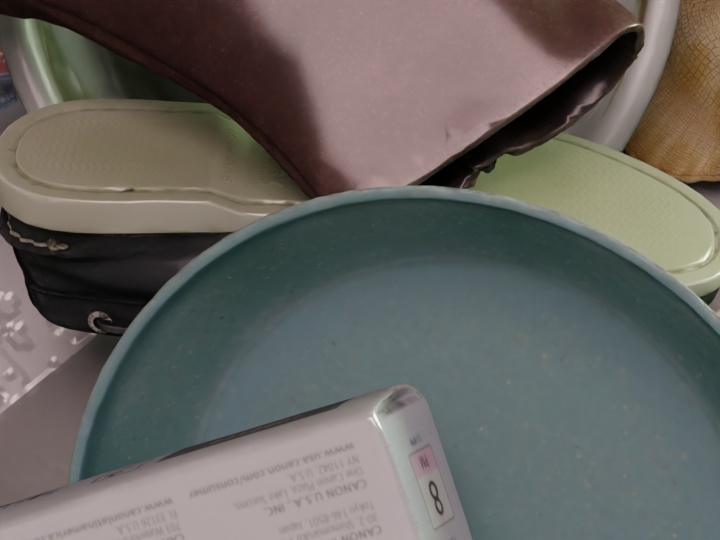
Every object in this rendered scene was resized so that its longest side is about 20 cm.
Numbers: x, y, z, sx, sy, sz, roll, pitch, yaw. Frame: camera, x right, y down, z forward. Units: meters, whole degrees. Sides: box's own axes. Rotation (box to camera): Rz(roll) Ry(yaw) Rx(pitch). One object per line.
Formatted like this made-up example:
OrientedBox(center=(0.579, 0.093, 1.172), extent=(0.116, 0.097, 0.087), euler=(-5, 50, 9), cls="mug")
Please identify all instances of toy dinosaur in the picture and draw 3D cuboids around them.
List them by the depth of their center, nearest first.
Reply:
OrientedBox(center=(0.124, -0.059, 0.833), extent=(0.101, 0.058, 0.200), euler=(-41, 58, 1), cls="toy dinosaur")

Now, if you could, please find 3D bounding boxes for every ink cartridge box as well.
OrientedBox(center=(-0.033, 0.146, 0.703), extent=(0.162, 0.057, 0.200), euler=(-18, 93, 19), cls="ink cartridge box")

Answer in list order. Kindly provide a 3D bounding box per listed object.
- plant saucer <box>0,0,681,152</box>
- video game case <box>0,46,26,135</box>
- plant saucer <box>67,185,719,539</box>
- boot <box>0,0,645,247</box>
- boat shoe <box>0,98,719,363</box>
OrientedBox(center=(-0.006, -0.090, 0.831), extent=(0.200, 0.050, 0.200), euler=(0, 87, 5), cls="plant saucer")
OrientedBox(center=(-0.095, -0.123, 0.894), extent=(0.200, 0.018, 0.143), euler=(-28, 65, -9), cls="video game case")
OrientedBox(center=(0.024, 0.072, 0.726), extent=(0.200, 0.036, 0.200), euler=(4, 106, 15), cls="plant saucer")
OrientedBox(center=(-0.047, -0.072, 0.748), extent=(0.200, 0.072, 0.166), euler=(-30, 65, -10), cls="boot")
OrientedBox(center=(-0.001, 0.001, 0.773), extent=(0.199, 0.066, 0.075), euler=(4, 35, 1), cls="boat shoe")
